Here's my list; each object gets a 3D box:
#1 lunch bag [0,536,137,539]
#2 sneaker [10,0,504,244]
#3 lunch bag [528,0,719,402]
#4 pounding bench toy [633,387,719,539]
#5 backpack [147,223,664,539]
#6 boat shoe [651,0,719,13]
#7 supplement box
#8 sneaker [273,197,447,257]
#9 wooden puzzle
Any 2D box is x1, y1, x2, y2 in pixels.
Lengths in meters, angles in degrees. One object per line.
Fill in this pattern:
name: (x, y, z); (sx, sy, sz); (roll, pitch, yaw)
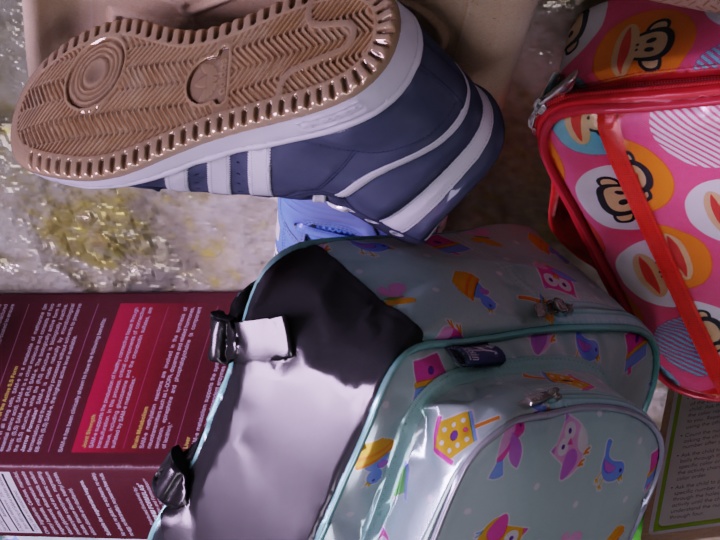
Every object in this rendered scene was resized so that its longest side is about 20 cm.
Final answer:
lunch bag: (-0.089, 0.155, 1.512); (0.199, 0.077, 0.161); (4, 140, 13)
sneaker: (-0.038, -0.053, 1.159); (0.199, 0.070, 0.108); (-8, 152, 37)
lunch bag: (0.158, -0.030, 1.216); (0.175, 0.082, 0.200); (-3, 139, 28)
pounding bench toy: (0.191, 0.117, 1.339); (0.199, 0.125, 0.156); (-12, 134, 29)
backpack: (0.036, 0.075, 1.208); (0.153, 0.200, 0.176); (33, 118, 27)
boat shoe: (0.091, -0.152, 1.097); (0.201, 0.075, 0.075); (12, 120, -2)
supplement box: (-0.108, 0.068, 1.391); (0.199, 0.109, 0.061); (0, 139, 19)
sneaker: (0.000, 0.000, 1.271); (0.075, 0.077, 0.200); (8, 154, 12)
wooden puzzle: (-0.034, -0.107, 1.178); (0.199, 0.047, 0.185); (10, 161, -1)
